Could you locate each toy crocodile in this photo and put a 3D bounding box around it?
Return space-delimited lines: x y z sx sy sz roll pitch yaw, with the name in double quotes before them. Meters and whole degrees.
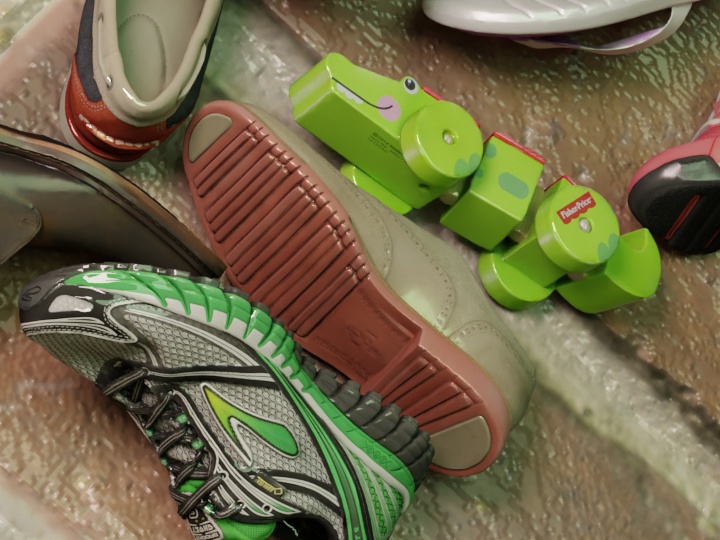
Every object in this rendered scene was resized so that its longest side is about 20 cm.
"toy crocodile" 0.057 -0.039 0.872 0.200 0.068 0.062 31 57 -14

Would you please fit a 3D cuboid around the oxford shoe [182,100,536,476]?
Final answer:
"oxford shoe" 0.000 0.000 0.842 0.200 0.071 0.074 51 39 -4

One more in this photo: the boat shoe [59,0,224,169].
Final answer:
"boat shoe" -0.089 -0.143 0.845 0.071 0.063 0.200 18 64 -16

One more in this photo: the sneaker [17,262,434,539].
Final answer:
"sneaker" -0.055 0.063 0.760 0.200 0.078 0.085 36 64 -26

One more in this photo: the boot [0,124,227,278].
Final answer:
"boot" -0.157 -0.018 0.781 0.200 0.075 0.097 31 86 -22

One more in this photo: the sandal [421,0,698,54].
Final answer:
"sandal" 0.123 -0.131 0.941 0.203 0.082 0.050 -15 121 -30

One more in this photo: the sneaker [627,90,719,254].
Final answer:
"sneaker" 0.203 -0.070 0.959 0.200 0.074 0.087 -15 65 -32
